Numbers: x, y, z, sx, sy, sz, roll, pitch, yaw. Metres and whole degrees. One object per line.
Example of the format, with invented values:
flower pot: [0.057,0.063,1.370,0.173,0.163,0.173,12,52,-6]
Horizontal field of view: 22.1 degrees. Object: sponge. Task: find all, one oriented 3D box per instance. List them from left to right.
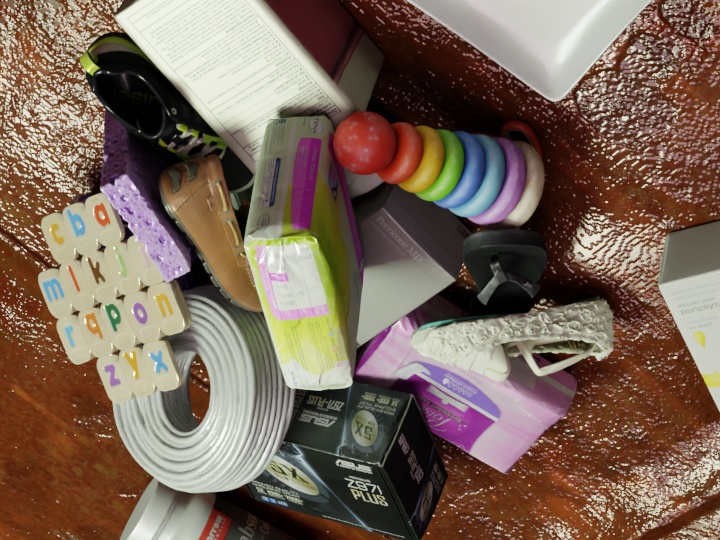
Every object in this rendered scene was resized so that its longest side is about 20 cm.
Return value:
sponge: [-0.194,-0.085,1.676,0.030,0.200,0.112,-28,119,10]

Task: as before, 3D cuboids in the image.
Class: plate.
plate: [0.146,-0.265,1.547,0.200,0.032,0.200,33,129,-11]

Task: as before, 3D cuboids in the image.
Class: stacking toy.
stacking toy: [0.063,-0.096,1.601,0.200,0.085,0.085,16,137,-36]

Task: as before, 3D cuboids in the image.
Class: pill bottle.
pill bottle: [-0.158,0.314,2.030,0.200,0.116,0.116,30,129,-9]

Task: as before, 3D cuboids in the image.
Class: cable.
cable: [-0.152,0.112,1.767,0.200,0.069,0.200,44,116,34]

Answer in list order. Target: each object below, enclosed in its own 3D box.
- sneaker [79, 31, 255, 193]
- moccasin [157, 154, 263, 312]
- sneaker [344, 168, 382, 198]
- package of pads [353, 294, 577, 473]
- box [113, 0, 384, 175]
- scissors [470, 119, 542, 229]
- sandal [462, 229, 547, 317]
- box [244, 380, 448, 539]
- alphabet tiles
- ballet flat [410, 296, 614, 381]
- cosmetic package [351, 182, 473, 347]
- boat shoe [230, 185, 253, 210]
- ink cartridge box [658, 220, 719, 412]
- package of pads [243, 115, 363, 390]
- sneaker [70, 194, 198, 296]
sneaker: [-0.174,-0.125,1.624,0.200,0.083,0.072,40,112,-22]
moccasin: [-0.111,-0.033,1.661,0.078,0.074,0.201,-25,133,4]
sneaker: [-0.052,-0.081,1.714,0.088,0.075,0.200,30,120,-26]
package of pads: [0.100,0.109,1.823,0.200,0.076,0.121,30,130,-8]
box: [-0.094,-0.204,1.611,0.128,0.109,0.200,-28,116,30]
scissors: [0.147,-0.054,1.723,0.073,0.014,0.200,-6,124,19]
sandal: [0.137,0.014,1.705,0.076,0.043,0.200,-7,155,4]
box: [-0.031,0.180,1.853,0.200,0.086,0.164,12,149,24]
alphabet tiles: [-0.235,0.027,1.748,0.200,0.015,0.196,-18,96,48]
ballet flat: [0.150,0.069,1.733,0.200,0.072,0.072,-9,129,-12]
cosmetic package: [0.000,0.000,1.761,0.107,0.090,0.200,43,129,-14]
boat shoe: [-0.139,-0.144,1.708,0.057,0.069,0.200,-24,117,-9]
ink cartridge box: [0.380,0.049,1.693,0.145,0.083,0.200,-16,122,26]
package of pads: [-0.044,-0.010,1.593,0.068,0.155,0.200,-3,137,10]
sneaker: [-0.210,-0.012,1.831,0.083,0.081,0.200,-33,123,19]
